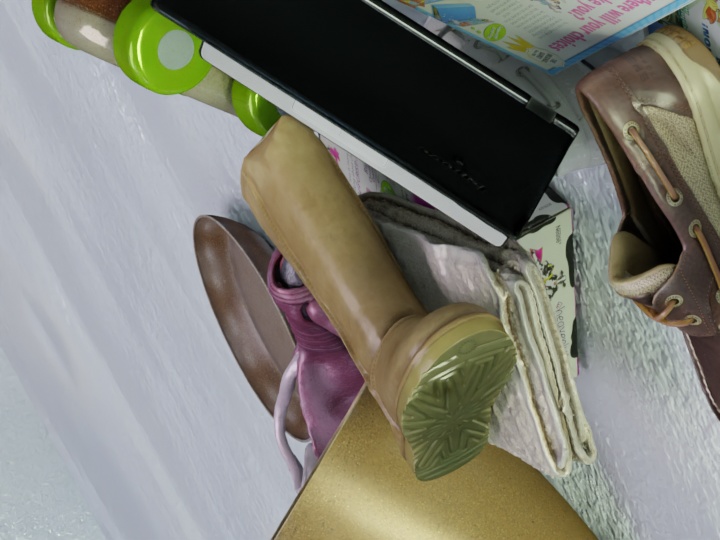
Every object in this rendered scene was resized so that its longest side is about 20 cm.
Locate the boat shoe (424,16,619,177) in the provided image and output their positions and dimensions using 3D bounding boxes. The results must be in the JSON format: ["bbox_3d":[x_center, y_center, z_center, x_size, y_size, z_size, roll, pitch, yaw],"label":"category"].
[{"bbox_3d":[0.066,-0.087,1.237,0.202,0.086,0.075,36,148,55],"label":"boat shoe"}]

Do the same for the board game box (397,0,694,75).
[{"bbox_3d":[0.066,-0.145,1.040,0.134,0.034,0.200,25,168,-12],"label":"board game box"}]

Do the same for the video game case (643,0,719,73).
[{"bbox_3d":[0.181,-0.072,1.035,0.182,0.022,0.201,42,153,51],"label":"video game case"}]

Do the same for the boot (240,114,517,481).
[{"bbox_3d":[0.000,0.000,1.280,0.201,0.066,0.175,59,161,21],"label":"boot"}]

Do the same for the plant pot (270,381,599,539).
[{"bbox_3d":[0.056,0.172,1.475,0.199,0.187,0.187,30,159,2],"label":"plant pot"}]

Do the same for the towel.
[{"bbox_3d":[0.056,0.033,1.322,0.200,0.034,0.133,22,134,63],"label":"towel"}]

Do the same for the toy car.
[{"bbox_3d":[-0.077,-0.197,1.388,0.164,0.157,0.201,29,97,59],"label":"toy car"}]

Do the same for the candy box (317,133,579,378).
[{"bbox_3d":[0.049,-0.030,1.407,0.200,0.061,0.137,47,155,40],"label":"candy box"}]

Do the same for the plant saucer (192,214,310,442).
[{"bbox_3d":[-0.075,0.042,1.919,0.201,0.032,0.201,53,159,31],"label":"plant saucer"}]

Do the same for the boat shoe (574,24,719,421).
[{"bbox_3d":[0.142,-0.008,1.081,0.072,0.072,0.201,36,148,57],"label":"boat shoe"}]

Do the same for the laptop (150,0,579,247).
[{"bbox_3d":[-0.008,-0.064,1.121,0.187,0.116,0.200,33,152,2],"label":"laptop"}]

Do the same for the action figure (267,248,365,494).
[{"bbox_3d":[-0.028,0.028,1.590,0.134,0.148,0.200,58,177,43],"label":"action figure"}]
